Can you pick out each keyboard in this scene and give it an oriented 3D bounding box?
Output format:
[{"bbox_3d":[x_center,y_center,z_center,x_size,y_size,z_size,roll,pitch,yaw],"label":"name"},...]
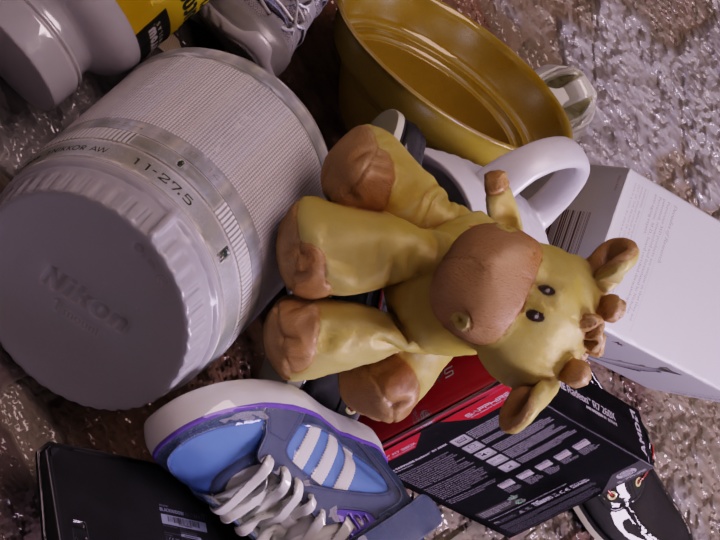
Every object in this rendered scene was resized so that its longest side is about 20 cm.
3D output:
[{"bbox_3d":[-0.103,0.172,1.452,0.199,0.021,0.128,17,49,-42],"label":"keyboard"}]

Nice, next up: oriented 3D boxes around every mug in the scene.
[{"bbox_3d":[0.071,-0.019,1.683,0.148,0.200,0.175,56,20,20],"label":"mug"}]

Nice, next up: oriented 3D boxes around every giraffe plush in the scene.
[{"bbox_3d":[0.065,0.018,1.449,0.199,0.162,0.174,6,98,-36],"label":"giraffe plush"}]

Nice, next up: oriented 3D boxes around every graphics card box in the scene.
[{"bbox_3d":[0.093,0.109,1.658,0.200,0.125,0.051,30,38,-48],"label":"graphics card box"}]

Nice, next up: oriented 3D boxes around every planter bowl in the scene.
[{"bbox_3d":[0.046,-0.116,1.788,0.200,0.084,0.201,29,25,-15],"label":"planter bowl"}]

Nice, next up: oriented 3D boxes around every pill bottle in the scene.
[{"bbox_3d":[-0.146,-0.194,1.552,0.200,0.112,0.113,-44,104,-16],"label":"pill bottle"}]

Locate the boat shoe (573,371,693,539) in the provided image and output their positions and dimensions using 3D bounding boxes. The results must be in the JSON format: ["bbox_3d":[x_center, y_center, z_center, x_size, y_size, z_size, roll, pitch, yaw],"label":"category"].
[{"bbox_3d":[0.181,0.141,1.826,0.202,0.063,0.074,50,36,-18],"label":"boat shoe"}]

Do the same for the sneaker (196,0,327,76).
[{"bbox_3d":[-0.060,-0.186,1.676,0.075,0.082,0.200,49,14,-19],"label":"sneaker"}]

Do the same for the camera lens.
[{"bbox_3d":[-0.118,-0.029,1.497,0.160,0.160,0.200,54,38,-10],"label":"camera lens"}]

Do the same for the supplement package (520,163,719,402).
[{"bbox_3d":[0.206,0.010,1.862,0.199,0.117,0.118,26,79,-37],"label":"supplement package"}]

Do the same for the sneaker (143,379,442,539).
[{"bbox_3d":[-0.031,0.152,1.465,0.199,0.080,0.147,21,40,-49],"label":"sneaker"}]

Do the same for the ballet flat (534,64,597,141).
[{"bbox_3d":[0.145,-0.125,1.949,0.200,0.069,0.070,-28,89,-54],"label":"ballet flat"}]

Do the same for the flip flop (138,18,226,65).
[{"bbox_3d":[-0.097,-0.091,1.657,0.200,0.057,0.082,49,29,-41],"label":"flip flop"}]

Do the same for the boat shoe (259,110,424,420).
[{"bbox_3d":[-0.001,0.000,1.581,0.063,0.074,0.203,22,83,-21],"label":"boat shoe"}]
